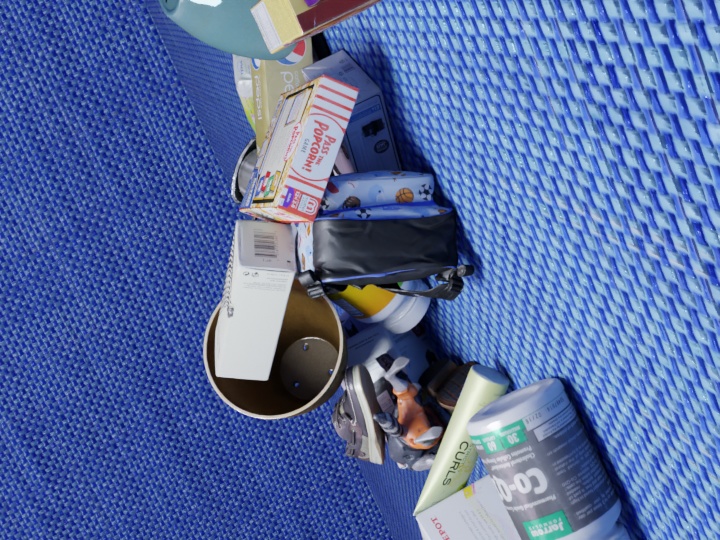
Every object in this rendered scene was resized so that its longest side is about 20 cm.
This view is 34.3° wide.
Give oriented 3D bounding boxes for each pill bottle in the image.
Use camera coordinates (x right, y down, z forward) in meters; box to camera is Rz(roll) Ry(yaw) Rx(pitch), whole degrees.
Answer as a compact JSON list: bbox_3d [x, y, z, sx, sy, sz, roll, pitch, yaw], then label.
[{"bbox_3d":[0.201,0.224,1.214,0.201,0.113,0.113,63,171,0],"label":"pill bottle"},{"bbox_3d":[0.000,0.000,1.548,0.200,0.111,0.111,38,-174,-32],"label":"pill bottle"}]

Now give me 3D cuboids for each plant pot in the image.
[{"bbox_3d":[-0.090,0.116,1.574,0.187,0.186,0.200,60,-175,18],"label":"plant pot"},{"bbox_3d":[-0.161,-0.344,1.353,0.200,0.134,0.202,25,119,58],"label":"plant pot"}]

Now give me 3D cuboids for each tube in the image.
[{"bbox_3d":[0.127,0.215,1.439,0.052,0.058,0.201,-80,10,-74],"label":"tube"}]

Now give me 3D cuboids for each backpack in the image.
[{"bbox_3d":[0.006,-0.039,1.346,0.190,0.198,0.155,163,107,-72],"label":"backpack"}]

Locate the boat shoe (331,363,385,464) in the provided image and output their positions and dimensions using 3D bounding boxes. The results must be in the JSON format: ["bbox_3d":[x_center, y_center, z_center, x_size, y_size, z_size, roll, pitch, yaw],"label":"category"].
[{"bbox_3d":[-0.006,0.198,1.562,0.201,0.064,0.072,76,-171,-52],"label":"boat shoe"}]

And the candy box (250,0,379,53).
[{"bbox_3d":[-0.034,-0.268,1.147,0.057,0.116,0.200,65,171,-11],"label":"candy box"}]

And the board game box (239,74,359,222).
[{"bbox_3d":[-0.073,-0.131,1.312,0.046,0.152,0.200,20,177,-17],"label":"board game box"}]

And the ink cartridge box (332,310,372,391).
[{"bbox_3d":[0.005,0.120,1.782,0.120,0.042,0.200,59,-159,-8],"label":"ink cartridge box"}]

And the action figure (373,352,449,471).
[{"bbox_3d":[0.053,0.193,1.552,0.200,0.104,0.194,50,163,27],"label":"action figure"}]

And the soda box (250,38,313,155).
[{"bbox_3d":[-0.099,-0.247,1.480,0.064,0.067,0.202,-173,78,-68],"label":"soda box"}]

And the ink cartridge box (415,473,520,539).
[{"bbox_3d":[0.168,0.347,1.459,0.129,0.199,0.126,56,168,38],"label":"ink cartridge box"}]

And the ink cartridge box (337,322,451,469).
[{"bbox_3d":[0.068,0.167,1.705,0.201,0.082,0.146,63,-158,1],"label":"ink cartridge box"}]

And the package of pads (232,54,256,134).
[{"bbox_3d":[-0.137,-0.288,1.620,0.200,0.068,0.156,75,-172,-74],"label":"package of pads"}]

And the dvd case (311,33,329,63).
[{"bbox_3d":[-0.047,-0.242,1.583,0.201,0.017,0.143,68,170,-25],"label":"dvd case"}]

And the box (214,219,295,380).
[{"bbox_3d":[-0.127,0.038,1.385,0.083,0.068,0.201,-97,18,-44],"label":"box"}]

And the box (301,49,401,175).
[{"bbox_3d":[-0.002,-0.156,1.445,0.117,0.060,0.201,54,167,45],"label":"box"}]

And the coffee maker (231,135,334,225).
[{"bbox_3d":[-0.061,-0.114,1.660,0.200,0.191,0.136,29,124,58],"label":"coffee maker"}]

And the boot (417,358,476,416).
[{"bbox_3d":[0.150,0.177,1.564,0.097,0.075,0.200,47,174,-13],"label":"boot"}]
